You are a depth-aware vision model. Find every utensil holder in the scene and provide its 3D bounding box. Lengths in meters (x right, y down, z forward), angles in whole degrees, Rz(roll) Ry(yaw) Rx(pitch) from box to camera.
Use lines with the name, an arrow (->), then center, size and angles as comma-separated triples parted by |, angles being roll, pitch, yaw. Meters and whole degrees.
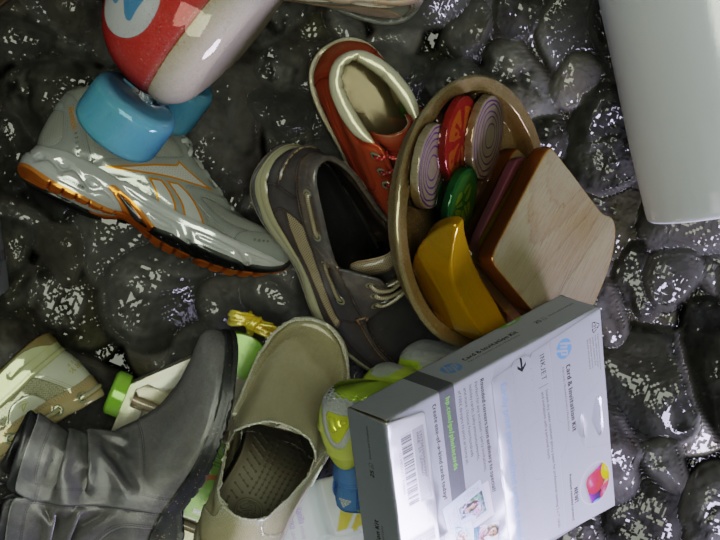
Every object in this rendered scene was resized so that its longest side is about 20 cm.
utensil holder -> 0.253, -0.145, 1.646 | 0.170, 0.170, 0.200 | -13, 95, -3

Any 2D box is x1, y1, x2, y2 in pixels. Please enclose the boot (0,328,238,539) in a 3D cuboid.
boot -> -0.167, 0.118, 1.637 | 0.132, 0.070, 0.200 | 20, 90, -9

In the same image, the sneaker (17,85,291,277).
sneaker -> -0.129, -0.064, 1.674 | 0.200, 0.076, 0.092 | 25, 78, -11

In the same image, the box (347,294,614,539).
box -> 0.084, 0.124, 1.593 | 0.200, 0.041, 0.156 | -26, 120, -35

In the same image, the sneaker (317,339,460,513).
sneaker -> 0.041, 0.110, 1.637 | 0.200, 0.076, 0.105 | -14, 115, -46

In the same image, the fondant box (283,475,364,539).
fondant box -> 0.031, 0.204, 1.666 | 0.200, 0.058, 0.144 | -11, 80, -20

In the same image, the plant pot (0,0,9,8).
plant pot -> -0.306, -0.253, 1.585 | 0.200, 0.198, 0.200 | 0, 94, -4

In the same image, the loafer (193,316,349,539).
loafer -> -0.051, 0.110, 1.606 | 0.076, 0.068, 0.200 | 21, 59, -4

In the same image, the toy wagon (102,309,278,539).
toy wagon -> -0.108, 0.123, 1.700 | 0.155, 0.040, 0.200 | 22, 91, -5

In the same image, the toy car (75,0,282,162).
toy car -> -0.152, -0.208, 1.573 | 0.200, 0.177, 0.184 | 38, 109, 0

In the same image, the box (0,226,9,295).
box -> -0.297, -0.059, 1.596 | 0.097, 0.200, 0.177 | -9, 93, -4

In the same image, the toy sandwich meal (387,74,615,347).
toy sandwich meal -> 0.095, -0.034, 1.636 | 0.070, 0.205, 0.205 | 4, 94, 36

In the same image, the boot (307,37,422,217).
boot -> 0.029, -0.068, 1.666 | 0.075, 0.107, 0.200 | -33, 97, -5

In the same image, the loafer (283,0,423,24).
loafer -> -0.050, -0.216, 1.672 | 0.200, 0.063, 0.072 | 12, 92, -5

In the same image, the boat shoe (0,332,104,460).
boat shoe -> -0.267, 0.133, 1.675 | 0.063, 0.073, 0.201 | 44, 82, -1

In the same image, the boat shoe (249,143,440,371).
boat shoe -> 0.000, 0.000, 1.660 | 0.074, 0.073, 0.200 | -47, 114, -23
